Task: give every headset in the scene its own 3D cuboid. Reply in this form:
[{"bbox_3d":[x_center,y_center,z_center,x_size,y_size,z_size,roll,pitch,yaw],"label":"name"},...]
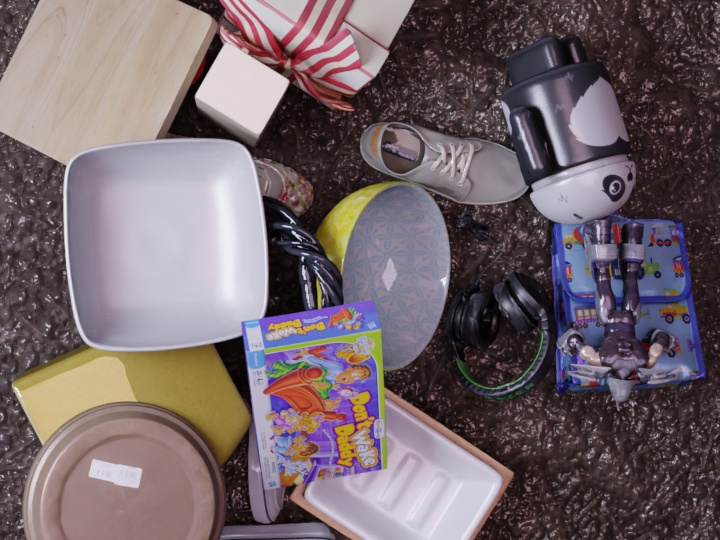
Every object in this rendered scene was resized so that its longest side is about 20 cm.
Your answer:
[{"bbox_3d":[0.143,0.038,1.546,0.122,0.094,0.202,-20,62,26],"label":"headset"}]

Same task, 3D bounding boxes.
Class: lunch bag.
[{"bbox_3d":[0.293,0.030,1.588,0.148,0.094,0.203,-3,80,-4],"label":"lunch bag"}]

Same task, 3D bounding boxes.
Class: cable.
[{"bbox_3d":[-0.097,0.006,1.452,0.050,0.164,0.200,-21,60,-41],"label":"cable"}]

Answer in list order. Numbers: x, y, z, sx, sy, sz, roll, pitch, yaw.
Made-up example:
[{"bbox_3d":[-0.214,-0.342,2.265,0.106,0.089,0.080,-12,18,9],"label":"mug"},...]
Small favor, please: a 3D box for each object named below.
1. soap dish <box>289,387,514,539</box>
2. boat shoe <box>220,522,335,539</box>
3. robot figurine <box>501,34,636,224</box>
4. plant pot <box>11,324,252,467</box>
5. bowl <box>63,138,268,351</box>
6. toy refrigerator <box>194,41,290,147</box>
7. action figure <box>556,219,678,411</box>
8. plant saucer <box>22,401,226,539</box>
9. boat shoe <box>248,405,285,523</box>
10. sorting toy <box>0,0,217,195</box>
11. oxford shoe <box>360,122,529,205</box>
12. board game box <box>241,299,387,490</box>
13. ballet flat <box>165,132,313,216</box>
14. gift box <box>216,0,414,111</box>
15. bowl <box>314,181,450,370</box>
[{"bbox_3d":[0.044,0.234,1.561,0.199,0.081,0.158,33,89,-6],"label":"soap dish"},{"bbox_3d":[-0.121,0.322,1.540,0.197,0.071,0.073,-9,136,-6],"label":"boat shoe"},{"bbox_3d":[0.227,-0.151,1.540,0.148,0.125,0.203,-16,86,-8],"label":"robot figurine"},{"bbox_3d":[-0.225,0.151,1.483,0.198,0.194,0.197,-28,94,-9],"label":"plant pot"},{"bbox_3d":[-0.194,-0.025,1.397,0.197,0.075,0.203,-5,91,-18],"label":"bowl"},{"bbox_3d":[-0.122,-0.181,1.472,0.075,0.200,0.070,31,89,-5],"label":"toy refrigerator"},{"bbox_3d":[0.275,0.049,1.508,0.128,0.069,0.203,5,74,-12],"label":"action figure"},{"bbox_3d":[-0.226,0.229,1.372,0.197,0.029,0.203,1,87,-14],"label":"plant saucer"},{"bbox_3d":[-0.073,0.175,1.550,0.085,0.075,0.205,3,84,9],"label":"boat shoe"},{"bbox_3d":[-0.263,-0.200,1.492,0.197,0.070,0.202,26,89,20],"label":"sorting toy"},{"bbox_3d":[0.097,-0.119,1.568,0.197,0.058,0.076,14,86,-8],"label":"oxford shoe"},{"bbox_3d":[-0.044,0.128,1.428,0.133,0.045,0.202,-9,131,-6],"label":"board game box"},{"bbox_3d":[-0.146,-0.098,1.541,0.197,0.064,0.077,13,88,-6],"label":"ballet flat"},{"bbox_3d":[-0.043,-0.286,1.463,0.183,0.200,0.188,30,78,-6],"label":"gift box"},{"bbox_3d":[0.000,0.000,1.525,0.107,0.199,0.203,8,91,37],"label":"bowl"}]
